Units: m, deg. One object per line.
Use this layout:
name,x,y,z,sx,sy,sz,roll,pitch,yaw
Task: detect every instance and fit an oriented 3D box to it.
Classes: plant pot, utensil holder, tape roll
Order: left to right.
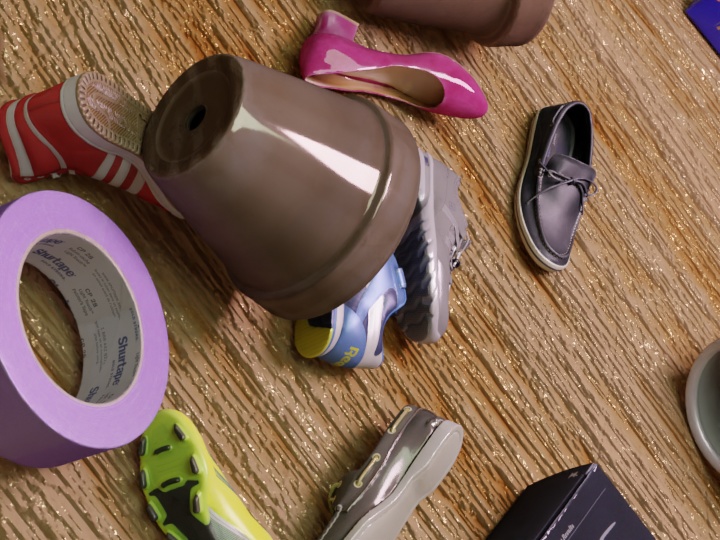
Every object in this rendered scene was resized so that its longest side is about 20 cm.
tape roll,-0.233,0.044,1.110,0.200,0.065,0.201,40,41,-46
plant pot,-0.078,-0.086,1.213,0.173,0.199,0.201,35,52,-39
plant pot,0.082,-0.322,1.483,0.174,0.200,0.201,-7,74,-18
utensil holder,0.474,0.129,1.568,0.199,0.170,0.171,-14,80,-40

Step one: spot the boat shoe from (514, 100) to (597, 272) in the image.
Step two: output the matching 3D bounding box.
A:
boat shoe,0.208,-0.094,1.539,0.074,0.062,0.201,25,59,-27

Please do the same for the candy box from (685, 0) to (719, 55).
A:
candy box,0.526,-0.296,1.786,0.200,0.169,0.077,49,47,-9

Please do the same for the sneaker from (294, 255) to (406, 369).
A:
sneaker,0.000,0.000,1.344,0.082,0.074,0.201,26,65,-27

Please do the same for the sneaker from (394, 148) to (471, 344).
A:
sneaker,0.075,-0.023,1.402,0.082,0.075,0.201,15,62,-28

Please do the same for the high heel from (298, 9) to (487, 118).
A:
high heel,0.034,-0.179,1.439,0.200,0.067,0.096,29,46,-17

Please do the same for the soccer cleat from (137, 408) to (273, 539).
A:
soccer cleat,-0.116,0.204,1.189,0.201,0.065,0.084,61,20,7

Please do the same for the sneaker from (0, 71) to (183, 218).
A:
sneaker,-0.220,-0.095,1.236,0.200,0.112,0.072,44,42,-52

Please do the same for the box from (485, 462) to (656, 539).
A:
box,0.206,0.303,1.339,0.200,0.104,0.148,52,51,-5

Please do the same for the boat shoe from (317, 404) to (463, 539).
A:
boat shoe,0.010,0.198,1.270,0.060,0.072,0.202,28,59,27
